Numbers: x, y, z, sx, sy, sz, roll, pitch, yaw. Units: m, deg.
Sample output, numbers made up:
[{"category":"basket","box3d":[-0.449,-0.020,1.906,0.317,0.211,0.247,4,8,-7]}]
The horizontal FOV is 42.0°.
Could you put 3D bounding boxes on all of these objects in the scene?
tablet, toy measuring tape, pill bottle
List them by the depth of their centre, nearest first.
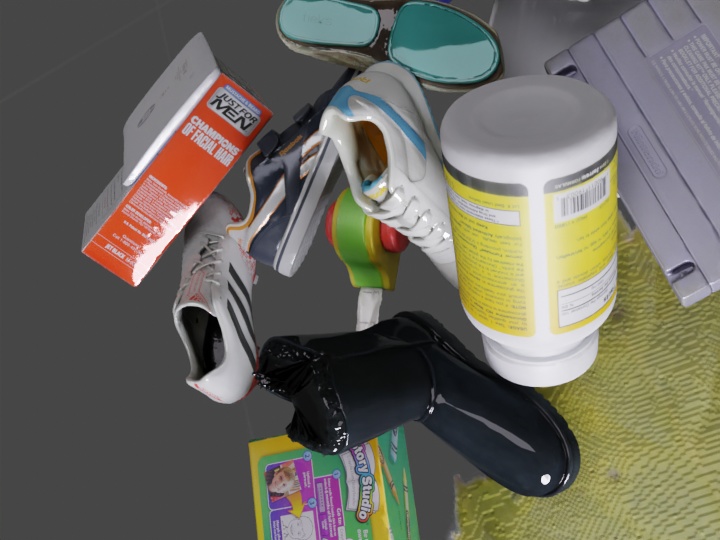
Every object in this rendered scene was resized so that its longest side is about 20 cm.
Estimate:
[{"category":"pill bottle","box3d":[0.119,-0.021,0.644,0.112,0.201,0.113,-7,37,5]},{"category":"toy measuring tape","box3d":[0.000,0.000,0.776,0.073,0.073,0.202,5,79,27]},{"category":"tablet","box3d":[-0.181,-0.156,0.871,0.130,0.014,0.200,-49,24,9]}]

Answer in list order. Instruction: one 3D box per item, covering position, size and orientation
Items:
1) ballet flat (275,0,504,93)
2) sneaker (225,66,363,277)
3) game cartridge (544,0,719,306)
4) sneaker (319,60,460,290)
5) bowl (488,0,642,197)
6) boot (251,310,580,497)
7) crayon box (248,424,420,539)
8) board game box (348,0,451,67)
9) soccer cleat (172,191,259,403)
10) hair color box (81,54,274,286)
[{"category":"ballet flat","box3d":[0.028,-0.184,0.749,0.199,0.062,0.068,20,91,19]},{"category":"sneaker","box3d":[-0.052,-0.101,0.814,0.079,0.078,0.201,26,91,7]},{"category":"game cartridge","box3d":[0.224,-0.092,0.627,0.129,0.038,0.201,-28,67,12]},{"category":"sneaker","box3d":[0.041,-0.057,0.723,0.076,0.081,0.201,-24,104,49]},{"category":"bowl","box3d":[0.195,-0.147,0.713,0.199,0.075,0.201,8,81,29]},{"category":"boot","box3d":[0.037,0.107,0.669,0.200,0.167,0.077,41,123,31]},{"category":"crayon box","box3d":[-0.016,0.223,0.734,0.118,0.058,0.202,-15,71,22]},{"category":"board game box","box3d":[0.031,-0.277,0.797,0.200,0.134,0.029,-42,31,11]},{"category":"soccer cleat","box3d":[-0.131,0.017,0.827,0.068,0.085,0.201,-16,71,22]},{"category":"hair color box","box3d":[-0.170,-0.094,0.860,0.200,0.064,0.111,-51,24,8]}]
